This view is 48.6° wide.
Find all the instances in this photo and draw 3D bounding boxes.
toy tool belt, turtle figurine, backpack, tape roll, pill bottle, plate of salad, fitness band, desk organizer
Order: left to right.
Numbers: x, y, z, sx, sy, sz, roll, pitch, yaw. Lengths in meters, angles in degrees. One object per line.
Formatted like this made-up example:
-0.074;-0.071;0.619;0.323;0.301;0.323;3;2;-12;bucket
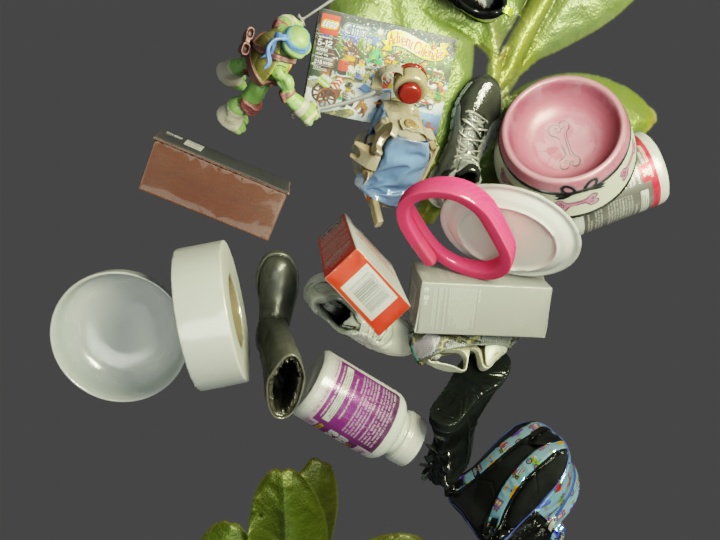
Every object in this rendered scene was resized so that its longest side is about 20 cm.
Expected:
-0.206;0.063;1.115;0.070;0.203;0.205;-10;107;-3;tape roll
-0.205;-0.121;1.129;0.198;0.072;0.078;22;106;-11;desk organizer
-0.094;-0.256;1.050;0.192;0.199;0.145;-16;105;44;turtle figurine
0.000;0.218;1.226;0.199;0.112;0.113;32;101;-13;pill bottle
0.048;-0.162;1.075;0.123;0.124;0.201;10;139;-9;toy tool belt
0.132;-0.054;1.086;0.142;0.038;0.200;-3;142;34;fitness band
0.208;-0.060;1.104;0.199;0.200;0.048;31;60;-13;plate of salad
0.259;0.350;1.264;0.200;0.182;0.135;-46;114;-3;backpack
0.332;-0.115;1.158;0.198;0.111;0.112;-21;108;1;pill bottle

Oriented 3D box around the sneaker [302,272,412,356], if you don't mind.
0.002;0.080;1.203;0.198;0.081;0.076;28;101;-14;sneaker

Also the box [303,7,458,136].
0.025;-0.277;1.119;0.197;0.038;0.139;9;106;-8;box

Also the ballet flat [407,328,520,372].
0.166;0.121;1.218;0.197;0.072;0.073;-1;107;-19;ballet flat

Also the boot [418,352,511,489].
0.165;0.236;1.256;0.073;0.198;0.164;25;138;29;boot

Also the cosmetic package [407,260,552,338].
0.175;0.042;1.194;0.197;0.107;0.092;6;107;-5;cosmetic package

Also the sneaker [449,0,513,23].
0.121;-0.400;1.068;0.198;0.083;0.072;24;103;-12;sneaker

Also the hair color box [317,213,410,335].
0.000;0.000;1.115;0.064;0.200;0.111;-41;106;8;hair color box

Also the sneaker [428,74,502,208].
0.159;-0.172;1.122;0.074;0.116;0.202;17;105;-10;sneaker

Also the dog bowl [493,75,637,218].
0.278;-0.177;1.094;0.197;0.074;0.203;-6;67;13;dog bowl

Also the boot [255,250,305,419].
-0.116;0.084;1.129;0.071;0.200;0.185;0;107;-6;boot

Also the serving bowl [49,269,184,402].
-0.350;0.089;1.180;0.197;0.066;0.203;-1;106;-4;serving bowl
